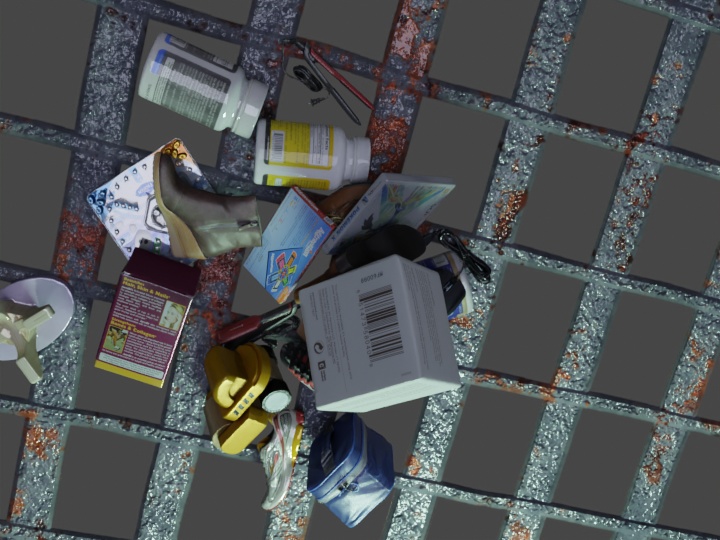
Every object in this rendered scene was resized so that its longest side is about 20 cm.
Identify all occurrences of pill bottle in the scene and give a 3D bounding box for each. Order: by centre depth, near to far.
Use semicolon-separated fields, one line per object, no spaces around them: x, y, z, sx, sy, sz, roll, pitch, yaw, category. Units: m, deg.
-0.260;-0.305;1.414;0.197;0.114;0.115;23;101;-12;pill bottle
-0.085;-0.197;1.465;0.196;0.111;0.114;5;104;-8;pill bottle
0.097;0.048;1.550;0.196;0.120;0.122;-18;107;-2;pill bottle

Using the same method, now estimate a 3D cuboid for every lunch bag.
-0.026;0.363;1.577;0.132;0.200;0.136;43;102;-13;lunch bag

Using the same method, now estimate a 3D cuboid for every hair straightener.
-0.069;-0.322;1.470;0.199;0.041;0.077;42;96;-15;hair straightener
-0.167;0.105;1.574;0.198;0.041;0.078;-28;132;-5;hair straightener

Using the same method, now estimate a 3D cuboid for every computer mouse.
0.121;0.020;1.469;0.199;0.046;0.141;-41;85;-5;computer mouse

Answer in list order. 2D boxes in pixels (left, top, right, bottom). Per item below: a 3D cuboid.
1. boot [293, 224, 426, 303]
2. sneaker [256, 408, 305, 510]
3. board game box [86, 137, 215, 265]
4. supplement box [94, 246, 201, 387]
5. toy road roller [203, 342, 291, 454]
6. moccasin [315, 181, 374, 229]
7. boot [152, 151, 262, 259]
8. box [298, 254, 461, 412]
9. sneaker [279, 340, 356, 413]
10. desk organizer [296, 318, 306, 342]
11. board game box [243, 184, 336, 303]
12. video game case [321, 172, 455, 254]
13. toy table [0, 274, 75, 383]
0.000;0.000;1.474;0.187;0.200;0.069;-27;84;-36;boot
-0.164;0.360;1.630;0.081;0.078;0.204;12;94;-6;sneaker
-0.350;-0.097;1.503;0.198;0.026;0.202;-32;106;1;board game box
-0.374;0.083;1.489;0.129;0.104;0.202;20;115;-11;supplement box
-0.232;0.216;1.517;0.145;0.124;0.200;27;113;-41;toy road roller
-0.037;-0.095;1.474;0.199;0.073;0.079;-20;68;26;moccasin
-0.261;-0.119;1.454;0.163;0.073;0.203;-9;117;1;boot
0.032;0.109;1.372;0.197;0.170;0.203;-19;71;26;box
-0.070;0.207;1.586;0.198;0.098;0.071;31;59;-3;sneaker
-0.022;0.146;1.531;0.200;0.077;0.071;47;58;8;desk organizer
-0.127;-0.043;1.485;0.103;0.019;0.201;45;126;10;board game box
0.051;-0.094;1.457;0.183;0.198;0.022;-49;62;31;video game case
-0.601;0.097;1.476;0.199;0.117;0.184;-41;106;6;toy table
